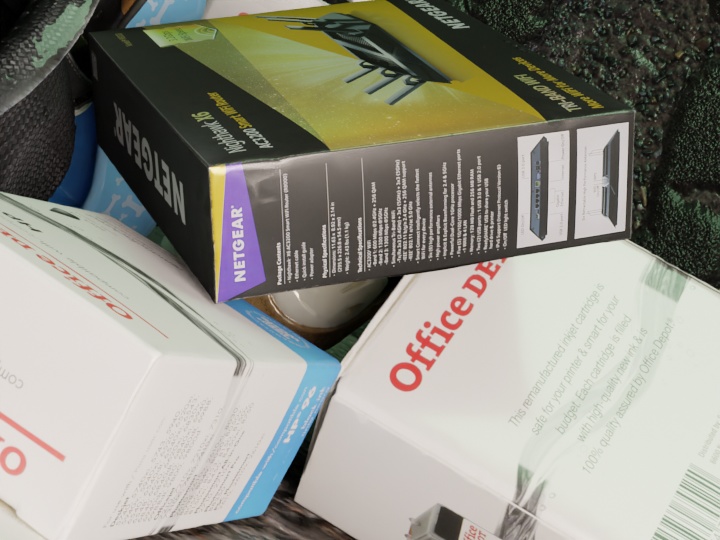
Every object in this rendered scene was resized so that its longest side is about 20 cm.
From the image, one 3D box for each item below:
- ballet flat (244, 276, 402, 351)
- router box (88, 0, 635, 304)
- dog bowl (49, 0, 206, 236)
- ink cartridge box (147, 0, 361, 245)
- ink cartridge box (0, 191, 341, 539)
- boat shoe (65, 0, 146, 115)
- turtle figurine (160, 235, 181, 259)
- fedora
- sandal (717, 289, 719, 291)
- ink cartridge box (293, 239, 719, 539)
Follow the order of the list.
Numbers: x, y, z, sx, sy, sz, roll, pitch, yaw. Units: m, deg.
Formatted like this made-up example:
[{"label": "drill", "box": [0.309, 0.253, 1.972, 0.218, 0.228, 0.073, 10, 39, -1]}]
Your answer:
[{"label": "ballet flat", "box": [0.016, -0.020, 0.783, 0.068, 0.200, 0.072, 59, -10, -7]}, {"label": "router box", "box": [-0.009, -0.056, 0.693, 0.157, 0.052, 0.200, -9, 23, -18]}, {"label": "dog bowl", "box": [-0.143, -0.102, 0.893, 0.111, 0.200, 0.050, 20, 19, 28]}, {"label": "ink cartridge box", "box": [-0.061, -0.096, 1.079, 0.116, 0.200, 0.068, 29, 6, -5]}, {"label": "ink cartridge box", "box": [-0.097, 0.027, 0.564, 0.116, 0.068, 0.200, 31, 6, 17]}, {"label": "boat shoe", "box": [-0.152, -0.099, 0.828, 0.068, 0.200, 0.072, 47, 26, 19]}, {"label": "turtle figurine", "box": [0.000, 0.000, 0.906, 0.200, 0.194, 0.144, 58, 41, -8]}, {"label": "fedora", "box": [-0.173, -0.065, 0.730, 0.201, 0.200, 0.092, 36, -24, 51]}, {"label": "sandal", "box": [0.168, 0.035, 0.777, 0.201, 0.057, 0.080, 28, -37, 10]}, {"label": "ink cartridge box", "box": [0.096, 0.072, 0.701, 0.200, 0.083, 0.147, 30, 50, 9]}]
